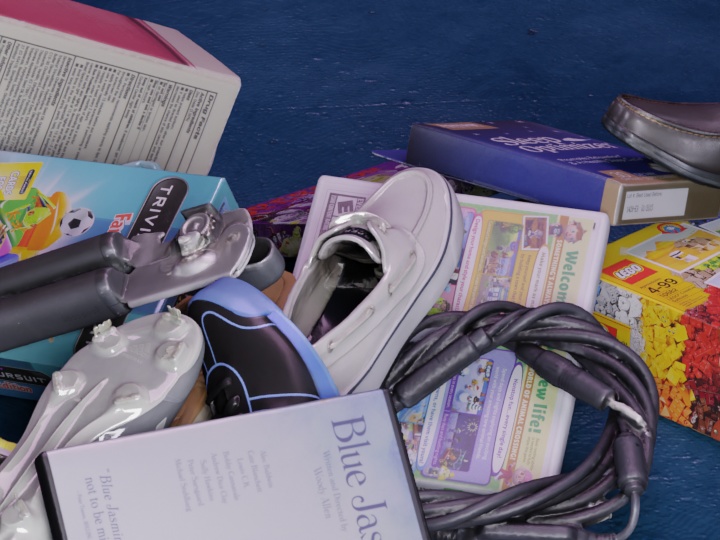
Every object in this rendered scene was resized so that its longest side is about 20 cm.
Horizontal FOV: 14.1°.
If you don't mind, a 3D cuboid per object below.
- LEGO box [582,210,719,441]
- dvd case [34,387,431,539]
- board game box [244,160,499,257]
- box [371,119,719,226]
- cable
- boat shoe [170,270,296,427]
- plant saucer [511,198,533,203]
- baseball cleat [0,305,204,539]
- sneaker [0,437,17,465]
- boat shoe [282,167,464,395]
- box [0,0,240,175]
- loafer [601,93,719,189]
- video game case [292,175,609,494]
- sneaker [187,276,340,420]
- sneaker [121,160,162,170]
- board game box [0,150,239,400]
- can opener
[{"bbox_3d":[0.242,0.024,1.819,0.149,0.078,0.200,23,32,38],"label":"LEGO box"},{"bbox_3d":[-0.057,0.145,1.498,0.199,0.143,0.018,-9,-15,-24],"label":"dvd case"},{"bbox_3d":[0.004,-0.046,1.958,0.199,0.032,0.120,-20,9,-38],"label":"board game box"},{"bbox_3d":[0.117,-0.067,1.854,0.199,0.033,0.121,17,14,37],"label":"box"},{"bbox_3d":[0.068,0.084,1.641,0.199,0.051,0.164,2,56,8],"label":"cable"},{"bbox_3d":[-0.090,0.076,1.662,0.073,0.069,0.200,5,38,28],"label":"boat shoe"},{"bbox_3d":[0.058,-0.011,1.846,0.199,0.030,0.200,-15,8,2],"label":"plant saucer"},{"bbox_3d":[-0.148,0.112,1.545,0.070,0.107,0.200,23,56,32],"label":"baseball cleat"},{"bbox_3d":[-0.243,0.104,1.612,0.199,0.076,0.076,11,27,14],"label":"sneaker"},{"bbox_3d":[0.000,0.000,1.676,0.072,0.066,0.200,8,47,30],"label":"boat shoe"},{"bbox_3d":[-0.202,-0.108,1.922,0.199,0.128,0.109,13,16,-36],"label":"box"},{"bbox_3d":[0.245,-0.090,1.826,0.199,0.073,0.073,10,22,-25],"label":"loafer"},{"bbox_3d":[0.042,0.041,1.716,0.181,0.022,0.201,8,58,11],"label":"video game case"},{"bbox_3d":[-0.048,0.096,1.568,0.078,0.070,0.200,-25,71,-32],"label":"sneaker"},{"bbox_3d":[-0.155,-0.002,1.823,0.077,0.087,0.200,3,29,0],"label":"sneaker"},{"bbox_3d":[-0.190,0.003,1.756,0.199,0.047,0.151,7,55,24],"label":"board game box"},{"bbox_3d":[-0.139,0.015,1.670,0.199,0.067,0.054,-17,44,24],"label":"can opener"}]
